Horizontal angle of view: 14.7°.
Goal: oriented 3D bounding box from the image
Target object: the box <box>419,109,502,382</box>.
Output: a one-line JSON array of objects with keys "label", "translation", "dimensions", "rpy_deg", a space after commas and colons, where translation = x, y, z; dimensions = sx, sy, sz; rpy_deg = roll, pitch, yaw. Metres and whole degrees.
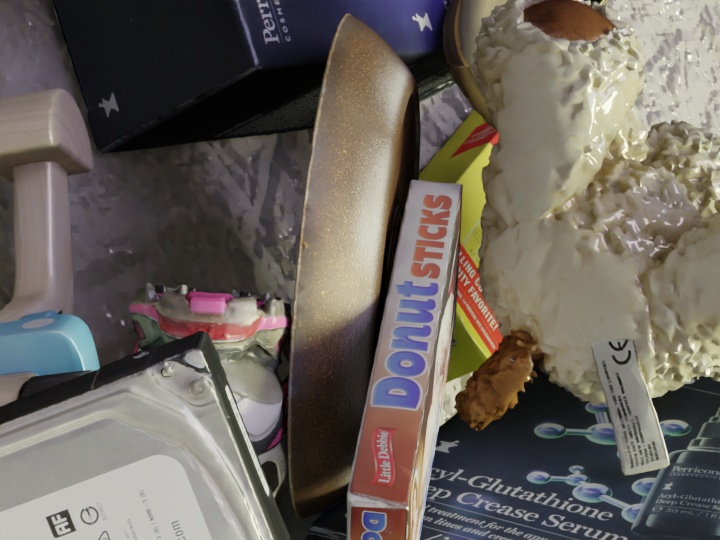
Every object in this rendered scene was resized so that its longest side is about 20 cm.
[{"label": "box", "translation": [0.066, -0.029, 1.326], "dimensions": [0.075, 0.050, 0.200], "rpy_deg": [56, 41, -12]}]

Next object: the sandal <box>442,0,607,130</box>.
[{"label": "sandal", "translation": [0.088, -0.147, 1.243], "dimensions": [0.080, 0.054, 0.201], "rpy_deg": [41, 46, -28]}]

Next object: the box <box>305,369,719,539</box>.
[{"label": "box", "translation": [0.094, 0.124, 1.107], "dimensions": [0.200, 0.148, 0.108], "rpy_deg": [-33, 127, -52]}]

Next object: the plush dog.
[{"label": "plush dog", "translation": [0.121, -0.005, 1.144], "dimensions": [0.200, 0.161, 0.172], "rpy_deg": [40, 21, 18]}]

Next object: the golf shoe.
[{"label": "golf shoe", "translation": [-0.058, 0.056, 1.091], "dimensions": [0.200, 0.072, 0.093], "rpy_deg": [36, 58, -84]}]

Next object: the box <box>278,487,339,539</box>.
[{"label": "box", "translation": [0.004, 0.148, 1.172], "dimensions": [0.122, 0.048, 0.200], "rpy_deg": [54, 41, -17]}]

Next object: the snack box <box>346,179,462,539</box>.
[{"label": "snack box", "translation": [0.017, 0.050, 1.037], "dimensions": [0.200, 0.024, 0.072], "rpy_deg": [-78, 172, -54]}]

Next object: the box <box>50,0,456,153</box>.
[{"label": "box", "translation": [-0.038, -0.142, 1.227], "dimensions": [0.200, 0.104, 0.149], "rpy_deg": [-12, 81, -50]}]

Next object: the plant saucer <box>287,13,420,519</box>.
[{"label": "plant saucer", "translation": [0.000, 0.000, 1.110], "dimensions": [0.200, 0.032, 0.201], "rpy_deg": [7, 90, -85]}]

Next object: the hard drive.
[{"label": "hard drive", "translation": [-0.119, 0.120, 0.933], "dimensions": [0.038, 0.199, 0.140], "rpy_deg": [-82, 152, -80]}]

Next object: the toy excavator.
[{"label": "toy excavator", "translation": [-0.128, 0.043, 1.043], "dimensions": [0.200, 0.099, 0.196], "rpy_deg": [-67, 147, -75]}]
